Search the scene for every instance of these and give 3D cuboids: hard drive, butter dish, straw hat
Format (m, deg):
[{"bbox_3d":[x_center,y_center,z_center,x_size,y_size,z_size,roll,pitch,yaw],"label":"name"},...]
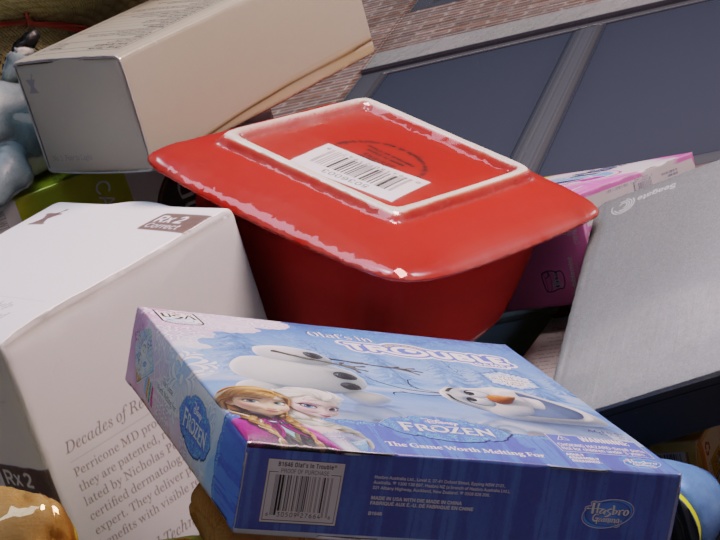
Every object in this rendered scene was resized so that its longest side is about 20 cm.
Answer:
[{"bbox_3d":[0.176,0.011,1.078,0.139,0.033,0.200,-21,28,29],"label":"hard drive"},{"bbox_3d":[0.000,0.000,1.163,0.199,0.149,0.199,26,28,32],"label":"butter dish"},{"bbox_3d":[-0.218,-0.134,1.322,0.199,0.086,0.201,-6,-6,-1],"label":"straw hat"}]

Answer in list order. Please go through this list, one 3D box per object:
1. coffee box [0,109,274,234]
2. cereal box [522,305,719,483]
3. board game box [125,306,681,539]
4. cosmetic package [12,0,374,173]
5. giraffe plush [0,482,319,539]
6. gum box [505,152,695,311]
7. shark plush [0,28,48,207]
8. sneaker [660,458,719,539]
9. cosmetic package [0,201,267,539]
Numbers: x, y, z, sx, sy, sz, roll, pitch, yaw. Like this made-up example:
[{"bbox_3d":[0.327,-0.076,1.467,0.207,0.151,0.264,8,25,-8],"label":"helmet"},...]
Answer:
[{"bbox_3d":[-0.139,-0.004,1.350,0.197,0.201,0.200,-21,19,-10],"label":"coffee box"},{"bbox_3d":[0.152,0.066,1.142,0.143,0.040,0.200,-6,21,29],"label":"cereal box"},{"bbox_3d":[0.012,0.070,0.931,0.199,0.044,0.199,6,12,-21],"label":"board game box"},{"bbox_3d":[-0.097,-0.129,1.240,0.103,0.074,0.200,3,27,45],"label":"cosmetic package"},{"bbox_3d":[-0.069,0.152,0.933,0.161,0.173,0.200,-27,-12,-6],"label":"giraffe plush"},{"bbox_3d":[0.133,-0.024,1.294,0.113,0.067,0.200,-8,6,31],"label":"gum box"},{"bbox_3d":[-0.193,-0.105,1.244,0.199,0.084,0.091,-26,21,-17],"label":"shark plush"},{"bbox_3d":[0.083,0.129,1.013,0.199,0.066,0.078,-9,10,22],"label":"sneaker"},{"bbox_3d":[-0.146,0.085,1.116,0.164,0.201,0.165,3,28,47],"label":"cosmetic package"}]
